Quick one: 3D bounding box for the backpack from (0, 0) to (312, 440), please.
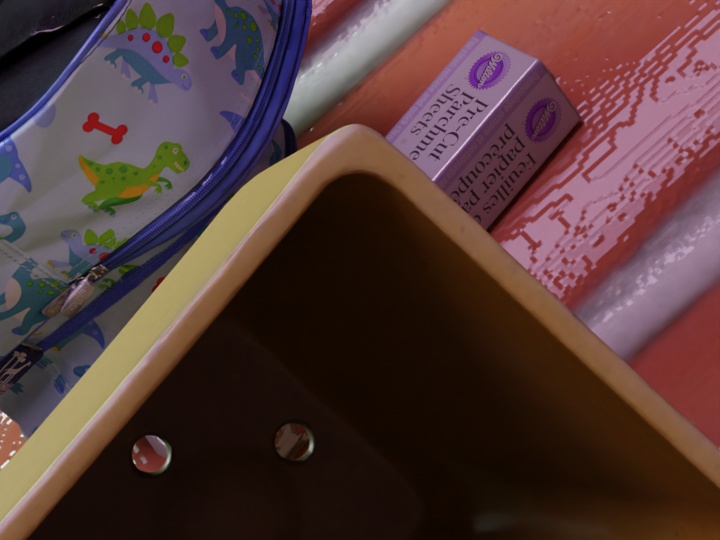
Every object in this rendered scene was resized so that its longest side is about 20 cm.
[{"bbox_3d":[-0.106,-0.049,1.125,0.200,0.147,0.183,-37,27,29],"label":"backpack"}]

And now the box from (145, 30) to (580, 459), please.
[{"bbox_3d":[0.000,0.000,1.106,0.200,0.039,0.041,-49,44,-8],"label":"box"}]

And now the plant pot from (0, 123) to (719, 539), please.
[{"bbox_3d":[-0.020,0.087,0.934,0.196,0.194,0.200,-50,13,-8],"label":"plant pot"}]
